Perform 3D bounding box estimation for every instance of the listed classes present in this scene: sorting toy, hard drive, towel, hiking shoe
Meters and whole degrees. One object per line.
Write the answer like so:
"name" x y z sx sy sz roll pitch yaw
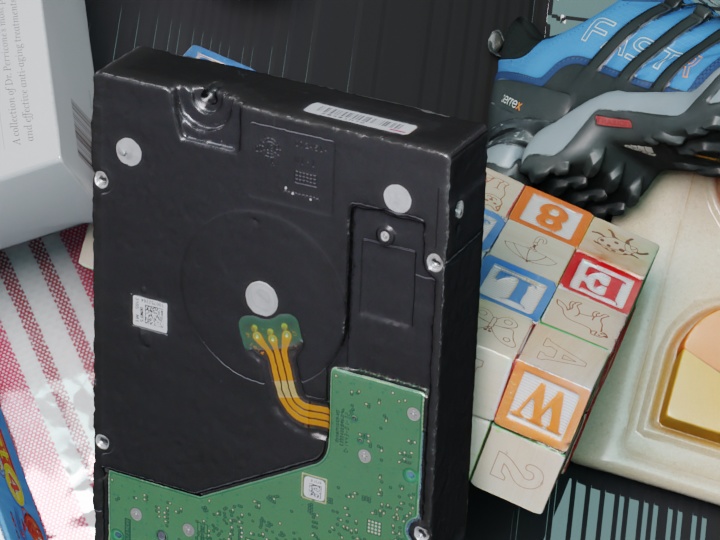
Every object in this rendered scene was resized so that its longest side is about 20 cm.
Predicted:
"sorting toy" 0.194 0.012 1.142 0.199 0.036 0.186 15 75 5
"hard drive" -0.027 0.031 1.014 0.139 0.038 0.201 13 117 24
"towel" -0.111 0.045 1.141 0.199 0.030 0.147 -22 75 -8
"hiking shoe" 0.133 -0.079 1.116 0.199 0.074 0.087 -10 65 26

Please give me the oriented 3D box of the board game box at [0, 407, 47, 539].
"board game box" -0.217 0.120 1.082 0.199 0.056 0.197 -23 75 7

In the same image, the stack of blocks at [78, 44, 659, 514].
"stack of blocks" 0.000 0.000 1.081 0.199 0.059 0.115 24 33 7

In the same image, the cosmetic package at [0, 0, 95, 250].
"cosmetic package" -0.181 -0.092 1.086 0.150 0.052 0.201 -19 59 13
